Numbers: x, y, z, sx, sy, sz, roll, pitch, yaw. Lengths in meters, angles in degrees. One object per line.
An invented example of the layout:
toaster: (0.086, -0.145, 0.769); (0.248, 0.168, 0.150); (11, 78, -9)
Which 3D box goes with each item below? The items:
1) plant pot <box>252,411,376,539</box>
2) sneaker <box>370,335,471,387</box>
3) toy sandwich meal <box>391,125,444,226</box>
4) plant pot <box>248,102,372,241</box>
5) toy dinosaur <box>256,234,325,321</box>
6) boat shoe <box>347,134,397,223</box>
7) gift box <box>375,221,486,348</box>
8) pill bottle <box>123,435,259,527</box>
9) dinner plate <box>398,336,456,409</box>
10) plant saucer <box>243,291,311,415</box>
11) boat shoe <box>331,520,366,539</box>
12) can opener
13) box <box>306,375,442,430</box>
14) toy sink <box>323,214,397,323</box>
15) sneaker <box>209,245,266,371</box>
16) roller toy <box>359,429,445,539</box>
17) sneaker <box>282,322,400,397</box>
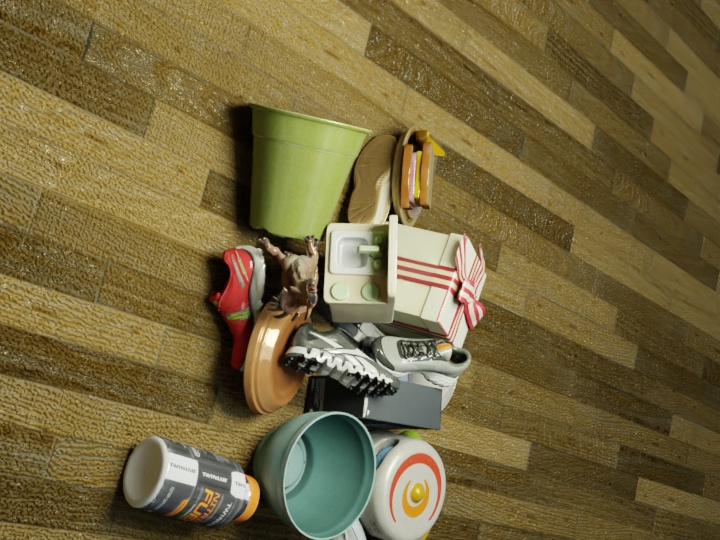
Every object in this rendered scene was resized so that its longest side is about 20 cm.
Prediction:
plant pot: (-0.091, 0.322, 1.563); (0.199, 0.134, 0.202); (-2, 93, -45)
sneaker: (0.102, 0.141, 1.630); (0.199, 0.079, 0.074); (14, 48, -34)
toy sandwich meal: (0.109, -0.169, 1.728); (0.205, 0.070, 0.207); (5, 90, -73)
plant pot: (-0.098, -0.150, 1.518); (0.199, 0.199, 0.191); (4, 102, -44)
toy dinosaur: (-0.095, 0.023, 1.465); (0.200, 0.085, 0.137); (52, 28, -76)
boat shoe: (0.026, -0.147, 1.707); (0.069, 0.073, 0.201); (62, 41, -56)
gift box: (0.123, 0.017, 1.688); (0.201, 0.186, 0.185); (-70, 155, -12)
pill bottle: (-0.244, 0.321, 1.432); (0.199, 0.106, 0.107); (28, 73, -41)
dinner plate: (0.131, 0.191, 1.854); (0.199, 0.024, 0.202); (-3, 95, -45)
plant saucer: (-0.124, 0.134, 1.530); (0.200, 0.037, 0.202); (11, 90, -70)
boat shoe: (-0.030, 0.502, 1.673); (0.067, 0.073, 0.201); (-26, 110, -39)
can opener: (-0.005, 0.091, 1.683); (0.200, 0.067, 0.054); (47, 60, -36)
box: (0.026, 0.230, 1.666); (0.199, 0.141, 0.079); (18, 74, -44)
toy sink: (0.000, 0.000, 1.524); (0.200, 0.111, 0.131); (91, 0, -76)
sneaker: (-0.195, 0.057, 1.502); (0.084, 0.077, 0.202); (4, 103, -8)
roller toy: (0.058, 0.387, 1.709); (0.182, 0.139, 0.202); (12, 84, -44)
sneaker: (-0.022, 0.135, 1.523); (0.199, 0.066, 0.091); (21, 55, -16)
